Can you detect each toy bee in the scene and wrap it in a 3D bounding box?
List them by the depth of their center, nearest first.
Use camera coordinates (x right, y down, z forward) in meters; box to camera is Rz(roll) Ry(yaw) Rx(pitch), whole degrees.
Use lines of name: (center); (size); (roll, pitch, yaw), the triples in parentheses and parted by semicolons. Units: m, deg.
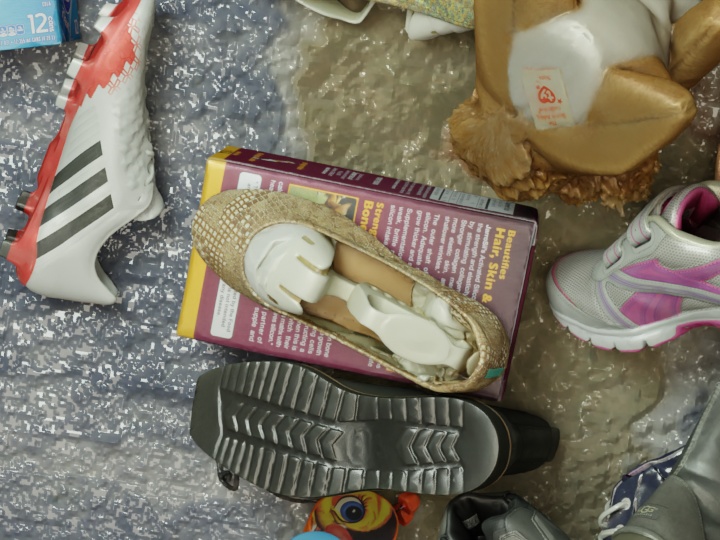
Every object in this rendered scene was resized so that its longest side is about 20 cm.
toy bee: (-0.005, 0.175, 1.519); (0.108, 0.131, 0.201); (-14, 86, -18)

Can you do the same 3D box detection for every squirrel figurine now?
squirrel figurine: (0.149, -0.124, 1.444); (0.142, 0.186, 0.200); (46, 135, 10)

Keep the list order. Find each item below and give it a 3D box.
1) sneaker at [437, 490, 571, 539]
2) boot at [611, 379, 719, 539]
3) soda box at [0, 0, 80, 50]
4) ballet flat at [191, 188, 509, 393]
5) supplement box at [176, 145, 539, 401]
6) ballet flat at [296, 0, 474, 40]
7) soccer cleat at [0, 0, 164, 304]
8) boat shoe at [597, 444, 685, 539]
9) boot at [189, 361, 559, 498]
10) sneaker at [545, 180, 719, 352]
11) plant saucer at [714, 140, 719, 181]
sneaker: (0.079, 0.169, 1.475); (0.066, 0.200, 0.091); (-38, 92, -18)
boot: (0.240, 0.140, 1.468); (0.200, 0.072, 0.182); (-53, 123, -31)
soda box: (-0.274, -0.158, 1.507); (0.199, 0.068, 0.065); (-5, 97, 5)
ballet flat: (-0.006, 0.011, 1.427); (0.199, 0.065, 0.071); (24, 100, 1)
supplement box: (0.000, 0.000, 1.502); (0.199, 0.086, 0.111); (11, 99, 3)
ballet flat: (0.020, -0.172, 1.492); (0.199, 0.071, 0.071); (15, 99, 1)
soccer cleat: (-0.150, -0.073, 1.516); (0.085, 0.069, 0.201); (21, 103, -8)
boat shoe: (0.161, 0.177, 1.529); (0.199, 0.075, 0.093); (-31, 91, -1)
boot: (0.011, 0.100, 1.511); (0.199, 0.138, 0.078); (11, 92, 23)
sneaker: (0.187, -0.010, 1.455); (0.199, 0.081, 0.089); (-5, 116, 42)
plant saucer: (0.310, -0.055, 1.497); (0.199, 0.037, 0.201); (1, 99, 3)
